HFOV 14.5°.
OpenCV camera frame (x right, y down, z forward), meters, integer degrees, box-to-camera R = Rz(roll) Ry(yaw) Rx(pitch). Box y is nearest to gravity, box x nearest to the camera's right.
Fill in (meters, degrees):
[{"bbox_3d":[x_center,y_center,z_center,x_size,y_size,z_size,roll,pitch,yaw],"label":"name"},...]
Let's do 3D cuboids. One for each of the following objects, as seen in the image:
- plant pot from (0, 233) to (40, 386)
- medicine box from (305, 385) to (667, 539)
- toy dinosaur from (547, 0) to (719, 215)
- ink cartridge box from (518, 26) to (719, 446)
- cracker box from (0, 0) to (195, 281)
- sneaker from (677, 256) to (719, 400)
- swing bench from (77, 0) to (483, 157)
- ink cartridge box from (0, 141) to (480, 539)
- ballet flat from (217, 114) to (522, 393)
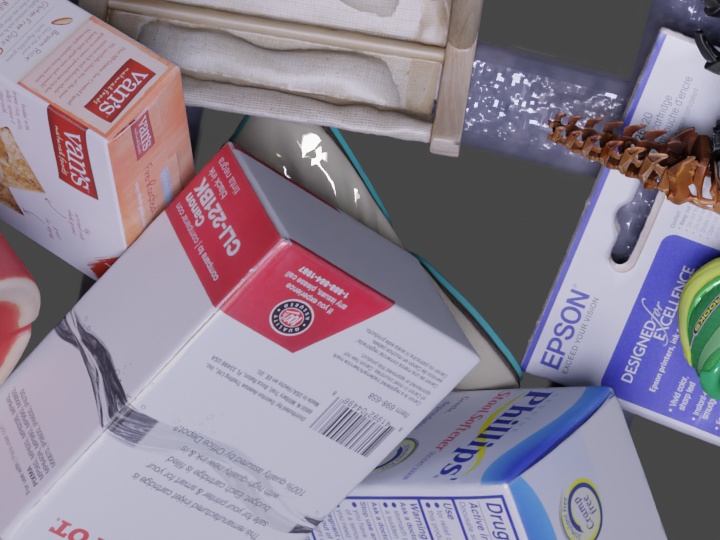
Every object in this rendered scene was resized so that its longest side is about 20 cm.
[{"bbox_3d":[-0.254,-0.001,1.278,0.177,0.200,0.201,42,111,14],"label":"plant pot"},{"bbox_3d":[0.052,0.162,1.414,0.200,0.103,0.183,-4,114,41],"label":"medicine box"},{"bbox_3d":[0.196,-0.063,1.323,0.199,0.102,0.136,-12,128,-13],"label":"toy dinosaur"},{"bbox_3d":[0.207,-0.005,1.412,0.199,0.047,0.198,22,112,0],"label":"ink cartridge box"},{"bbox_3d":[-0.171,-0.084,1.338,0.200,0.058,0.134,31,152,22],"label":"cracker box"},{"bbox_3d":[0.252,0.032,1.346,0.199,0.084,0.074,-7,139,14],"label":"sneaker"},{"bbox_3d":[-0.036,-0.167,1.317,0.198,0.130,0.200,9,151,1],"label":"swing bench"},{"bbox_3d":[-0.068,0.060,1.328,0.200,0.084,0.144,-46,133,13],"label":"ink cartridge box"},{"bbox_3d":[0.000,0.000,1.418,0.069,0.069,0.200,-36,96,17],"label":"ballet flat"}]
